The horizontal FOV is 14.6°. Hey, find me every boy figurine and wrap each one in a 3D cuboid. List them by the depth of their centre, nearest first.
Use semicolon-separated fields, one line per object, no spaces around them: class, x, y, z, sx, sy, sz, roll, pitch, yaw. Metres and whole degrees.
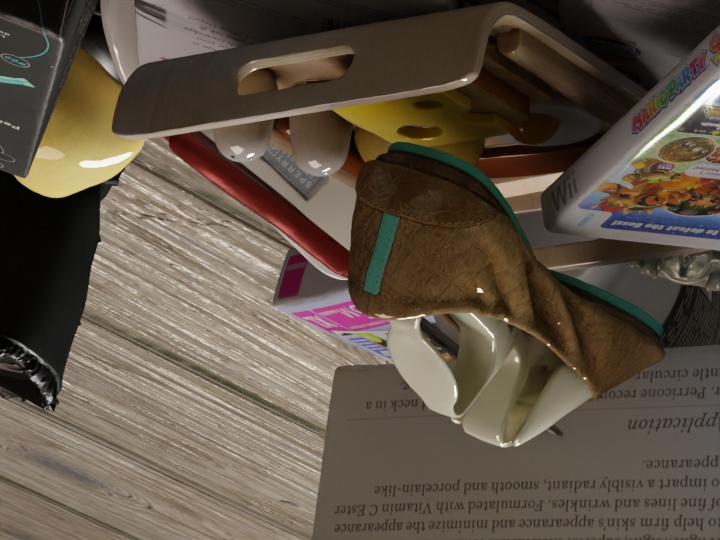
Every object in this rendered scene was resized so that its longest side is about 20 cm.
boy figurine;-0.176;-0.104;1.149;0.200;0.124;0.064;34;124;-19

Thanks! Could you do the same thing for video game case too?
video game case;0.167;-0.055;0.924;0.143;0.018;0.200;5;154;-24

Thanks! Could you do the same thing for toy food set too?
toy food set;0.026;-0.035;1.009;0.143;0.060;0.200;-7;162;31

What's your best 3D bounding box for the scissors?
scissors;0.000;0.000;1.119;0.200;0.014;0.073;36;-179;-3

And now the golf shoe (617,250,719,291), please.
golf shoe;0.155;-0.026;1.114;0.200;0.078;0.097;35;-165;0

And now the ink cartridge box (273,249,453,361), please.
ink cartridge box;0.067;0.038;1.467;0.200;0.042;0.119;24;164;-23

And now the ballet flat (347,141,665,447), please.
ballet flat;0.047;0.021;0.986;0.068;0.072;0.200;17;171;28

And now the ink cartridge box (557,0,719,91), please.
ink cartridge box;0.129;-0.093;0.971;0.119;0.042;0.200;15;162;11

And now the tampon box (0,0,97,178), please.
tampon box;-0.159;-0.136;0.992;0.150;0.126;0.200;21;165;-6

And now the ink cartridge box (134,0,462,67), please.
ink cartridge box;-0.020;-0.107;1.038;0.116;0.068;0.200;17;164;1

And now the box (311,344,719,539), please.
box;0.111;0.125;1.171;0.199;0.131;0.200;-4;157;29

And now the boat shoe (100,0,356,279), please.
boat shoe;-0.049;-0.076;1.192;0.200;0.072;0.069;40;-176;-39

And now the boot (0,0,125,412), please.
boot;-0.145;-0.032;1.266;0.073;0.163;0.198;17;165;2

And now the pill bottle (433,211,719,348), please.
pill bottle;0.094;0.008;1.218;0.116;0.116;0.200;11;163;24
